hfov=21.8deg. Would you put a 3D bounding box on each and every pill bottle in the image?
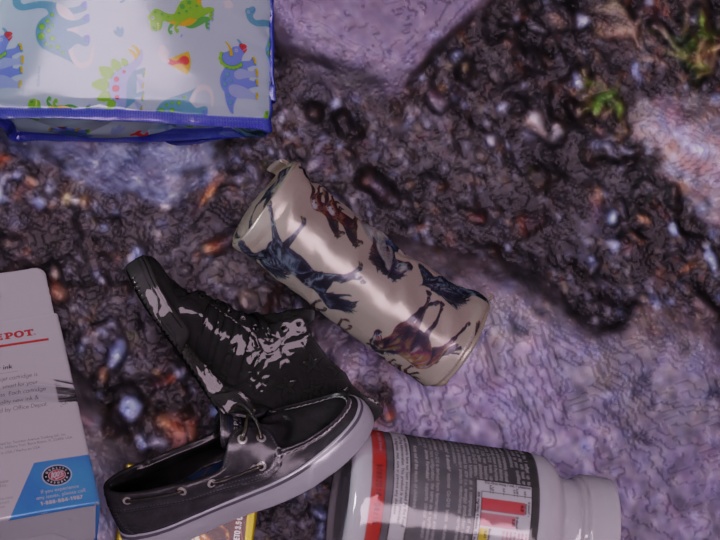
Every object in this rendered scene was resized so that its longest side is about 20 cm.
[{"bbox_3d":[0.081,0.184,1.359,0.199,0.116,0.116,9,85,-8],"label":"pill bottle"}]

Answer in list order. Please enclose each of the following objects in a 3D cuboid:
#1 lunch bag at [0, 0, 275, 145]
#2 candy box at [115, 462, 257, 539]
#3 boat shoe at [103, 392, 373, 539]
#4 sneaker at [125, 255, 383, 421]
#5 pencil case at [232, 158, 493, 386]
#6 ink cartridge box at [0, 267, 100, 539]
[{"bbox_3d":[-0.161,-0.180,1.342,0.199,0.127,0.171,-1,86,1],"label":"lunch bag"},{"bbox_3d":[-0.136,0.247,1.367,0.102,0.026,0.201,7,85,-5],"label":"candy box"},{"bbox_3d":[-0.090,0.129,1.321,0.200,0.070,0.066,-24,121,5],"label":"boat shoe"},{"bbox_3d":[-0.078,0.052,1.374,0.104,0.060,0.200,-35,98,-6],"label":"sneaker"},{"bbox_3d":[0.000,0.000,1.378,0.200,0.078,0.090,36,42,-4],"label":"pencil case"},{"bbox_3d":[-0.258,0.102,1.307,0.116,0.068,0.200,-8,56,-15],"label":"ink cartridge box"}]
